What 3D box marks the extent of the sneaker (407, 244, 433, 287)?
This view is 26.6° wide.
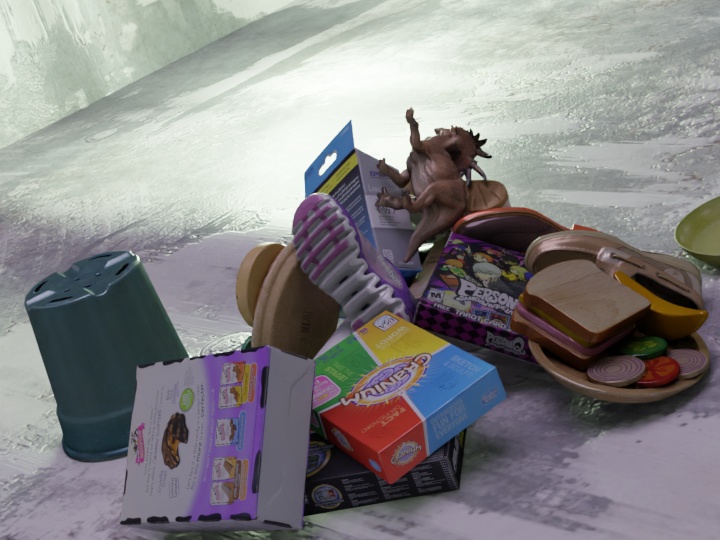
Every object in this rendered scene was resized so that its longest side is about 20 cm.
[{"bbox_3d":[0.042,0.010,1.961,0.103,0.060,0.200,-7,18,26],"label":"sneaker"}]

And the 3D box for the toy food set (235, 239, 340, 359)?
[{"bbox_3d":[-0.083,0.057,1.762,0.048,0.200,0.200,11,16,24],"label":"toy food set"}]

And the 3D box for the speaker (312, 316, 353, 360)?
[{"bbox_3d":[-0.002,0.099,1.737,0.081,0.082,0.200,-8,24,28],"label":"speaker"}]

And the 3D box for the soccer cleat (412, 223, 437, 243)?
[{"bbox_3d":[0.073,-0.051,1.945,0.198,0.070,0.086,-7,28,22],"label":"soccer cleat"}]

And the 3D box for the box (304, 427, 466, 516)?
[{"bbox_3d":[0.009,0.173,1.559,0.198,0.045,0.161,-13,29,18],"label":"box"}]

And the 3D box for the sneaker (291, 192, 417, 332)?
[{"bbox_3d":[0.000,0.000,1.713,0.080,0.201,0.088,-37,-6,30],"label":"sneaker"}]

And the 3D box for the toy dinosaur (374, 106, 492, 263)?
[{"bbox_3d":[0.096,-0.104,1.798,0.135,0.202,0.086,14,-27,-27],"label":"toy dinosaur"}]

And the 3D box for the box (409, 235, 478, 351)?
[{"bbox_3d":[0.124,0.019,1.830,0.094,0.078,0.200,-11,22,20],"label":"box"}]

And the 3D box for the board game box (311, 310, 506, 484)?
[{"bbox_3d":[0.029,0.123,1.542,0.153,0.041,0.200,-34,31,-21],"label":"board game box"}]

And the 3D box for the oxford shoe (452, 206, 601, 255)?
[{"bbox_3d":[0.204,-0.021,1.772,0.198,0.071,0.073,9,50,-10],"label":"oxford shoe"}]

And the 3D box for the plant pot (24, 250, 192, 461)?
[{"bbox_3d":[-0.305,0.095,1.851,0.199,0.197,0.200,-17,20,7],"label":"plant pot"}]

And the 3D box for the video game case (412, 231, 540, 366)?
[{"bbox_3d":[0.172,0.036,1.671,0.198,0.036,0.181,17,29,8],"label":"video game case"}]

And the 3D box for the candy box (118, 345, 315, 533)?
[{"bbox_3d":[-0.145,0.173,1.523,0.199,0.169,0.071,-10,-21,40],"label":"candy box"}]

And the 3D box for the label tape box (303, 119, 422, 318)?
[{"bbox_3d":[-0.002,-0.061,1.864,0.066,0.202,0.143,4,-27,-29],"label":"label tape box"}]

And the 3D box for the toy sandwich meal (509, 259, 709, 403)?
[{"bbox_3d":[0.258,0.058,1.542,0.203,0.071,0.206,2,29,-1],"label":"toy sandwich meal"}]

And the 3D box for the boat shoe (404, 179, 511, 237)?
[{"bbox_3d":[0.100,-0.072,1.872,0.199,0.070,0.071,9,52,39],"label":"boat shoe"}]

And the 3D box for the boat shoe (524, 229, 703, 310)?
[{"bbox_3d":[0.277,0.008,1.652,0.198,0.072,0.065,10,34,-1],"label":"boat shoe"}]

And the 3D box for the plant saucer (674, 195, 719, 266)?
[{"bbox_3d":[0.467,-0.051,1.772,0.198,0.031,0.200,-17,21,7],"label":"plant saucer"}]
